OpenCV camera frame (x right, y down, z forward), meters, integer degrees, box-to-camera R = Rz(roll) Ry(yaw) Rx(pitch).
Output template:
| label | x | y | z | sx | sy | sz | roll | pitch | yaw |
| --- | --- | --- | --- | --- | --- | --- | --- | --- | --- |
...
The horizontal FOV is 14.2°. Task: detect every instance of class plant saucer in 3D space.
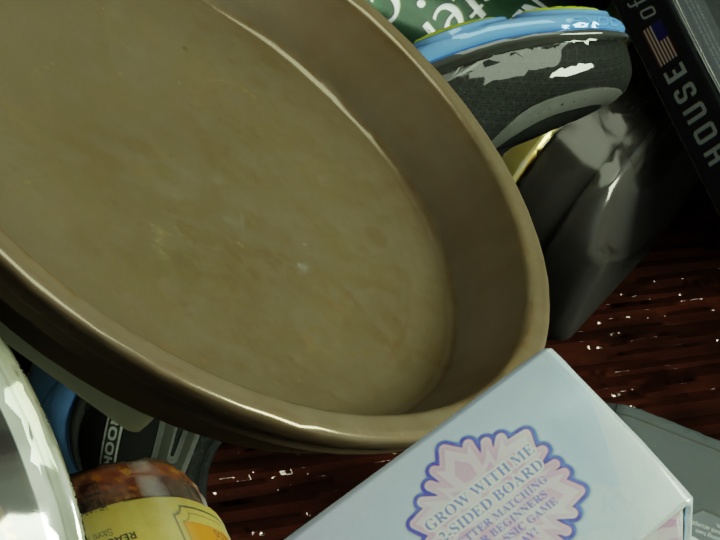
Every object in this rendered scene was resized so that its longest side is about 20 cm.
| label | x | y | z | sx | sy | sz | roll | pitch | yaw |
| --- | --- | --- | --- | --- | --- | --- | --- | --- | --- |
| plant saucer | -0.043 | -0.029 | 0.700 | 0.200 | 0.029 | 0.200 | 27 | 32 | -19 |

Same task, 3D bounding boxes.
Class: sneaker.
| label | x | y | z | sx | sy | sz | roll | pitch | yaw |
| --- | --- | --- | --- | --- | --- | --- | --- | --- | --- |
| sneaker | 0.000 | 0.000 | 0.805 | 0.200 | 0.071 | 0.083 | -41 | 85 | -11 |

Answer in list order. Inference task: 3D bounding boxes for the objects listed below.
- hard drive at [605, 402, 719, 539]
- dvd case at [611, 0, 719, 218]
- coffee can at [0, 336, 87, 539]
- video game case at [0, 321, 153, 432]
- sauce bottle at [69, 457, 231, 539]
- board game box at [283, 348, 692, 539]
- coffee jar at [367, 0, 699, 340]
| label | x | y | z | sx | sy | sz | roll | pitch | yaw |
| --- | --- | --- | --- | --- | --- | --- | --- | --- | --- |
| hard drive | 0.099 | 0.143 | 0.740 | 0.139 | 0.033 | 0.200 | 22 | 54 | -4 |
| dvd case | 0.149 | -0.080 | 0.923 | 0.200 | 0.025 | 0.150 | -8 | 68 | -51 |
| coffee can | -0.177 | 0.083 | 0.608 | 0.200 | 0.146 | 0.146 | -14 | 55 | -37 |
| video game case | -0.114 | -0.061 | 0.714 | 0.200 | 0.017 | 0.143 | 37 | 32 | -13 |
| sauce bottle | -0.031 | 0.138 | 0.691 | 0.066 | 0.066 | 0.200 | -6 | 52 | -31 |
| board game box | -0.025 | 0.126 | 0.544 | 0.199 | 0.200 | 0.041 | -35 | 64 | -13 |
| coffee jar | 0.012 | -0.068 | 0.905 | 0.200 | 0.085 | 0.104 | 35 | 53 | 10 |
